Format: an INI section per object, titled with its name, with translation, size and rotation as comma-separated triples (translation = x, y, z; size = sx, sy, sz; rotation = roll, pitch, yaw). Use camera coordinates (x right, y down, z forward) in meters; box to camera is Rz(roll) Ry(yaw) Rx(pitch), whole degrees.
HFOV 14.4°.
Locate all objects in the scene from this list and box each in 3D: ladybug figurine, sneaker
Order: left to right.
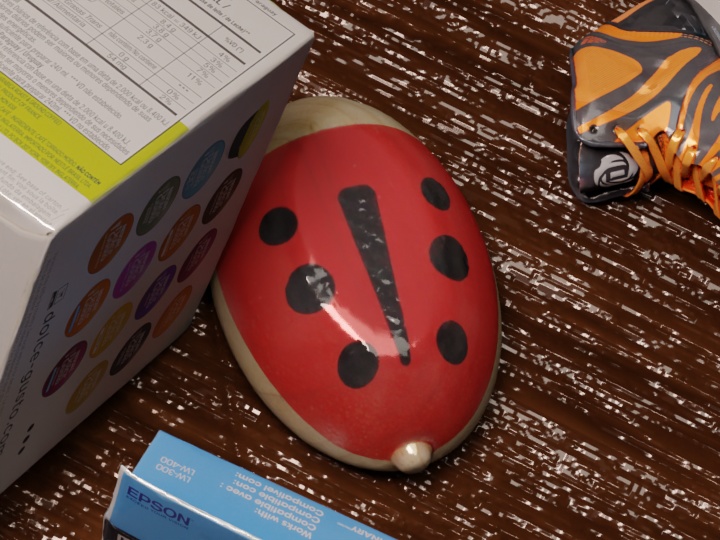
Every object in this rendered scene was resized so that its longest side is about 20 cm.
[ladybug figurine]
translation = 0.000, 0.000, 1.339
size = 0.136, 0.072, 0.200
rotation = -15, 66, -16
[sneaker]
translation = 0.165, -0.044, 1.393
size = 0.112, 0.078, 0.200
rotation = -22, 57, -14

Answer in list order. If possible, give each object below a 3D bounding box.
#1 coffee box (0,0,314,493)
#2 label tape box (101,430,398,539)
[coffee box]
translation = -0.175, -0.050, 1.239
size = 0.200, 0.200, 0.198
rotation = 36, 43, 11
[label tape box]
translation = -0.035, 0.133, 1.193
size = 0.143, 0.200, 0.066
rotation = 25, 60, 4
